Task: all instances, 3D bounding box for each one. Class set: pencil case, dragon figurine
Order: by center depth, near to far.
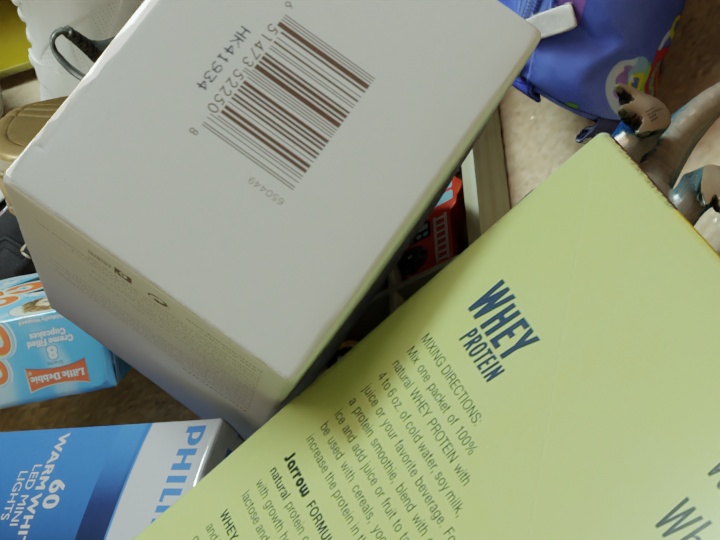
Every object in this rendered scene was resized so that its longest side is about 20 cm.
[{"bbox_3d":[0.075,-0.005,0.623,0.200,0.059,0.099,-48,-2,-38],"label":"dragon figurine"},{"bbox_3d":[0.097,-0.146,0.660,0.078,0.087,0.200,33,123,22],"label":"pencil case"}]

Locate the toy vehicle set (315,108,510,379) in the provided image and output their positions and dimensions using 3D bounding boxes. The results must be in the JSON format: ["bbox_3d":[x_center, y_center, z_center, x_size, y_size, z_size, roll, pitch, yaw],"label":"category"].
[{"bbox_3d":[0.000,0.000,0.735,0.124,0.027,0.200,-27,42,24],"label":"toy vehicle set"}]

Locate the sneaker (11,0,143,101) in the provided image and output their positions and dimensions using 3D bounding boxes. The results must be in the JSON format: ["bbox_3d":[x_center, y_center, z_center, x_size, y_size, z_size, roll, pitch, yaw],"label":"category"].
[{"bbox_3d":[-0.142,-0.139,0.861,0.074,0.115,0.200,-62,4,-35],"label":"sneaker"}]

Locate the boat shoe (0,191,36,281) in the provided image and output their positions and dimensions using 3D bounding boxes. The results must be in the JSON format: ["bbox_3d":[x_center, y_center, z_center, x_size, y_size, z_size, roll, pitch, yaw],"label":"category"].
[{"bbox_3d":[-0.173,0.012,0.861,0.200,0.074,0.060,-41,82,-4],"label":"boat shoe"}]

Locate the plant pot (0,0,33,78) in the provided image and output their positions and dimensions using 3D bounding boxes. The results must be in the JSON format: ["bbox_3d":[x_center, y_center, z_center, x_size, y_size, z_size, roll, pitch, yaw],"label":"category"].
[{"bbox_3d":[-0.174,-0.244,0.997,0.200,0.200,0.177,-10,39,37],"label":"plant pot"}]

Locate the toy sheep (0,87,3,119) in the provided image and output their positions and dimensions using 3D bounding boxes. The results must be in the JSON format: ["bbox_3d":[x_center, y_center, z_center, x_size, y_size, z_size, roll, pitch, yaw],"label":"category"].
[{"bbox_3d":[-0.253,-0.082,0.973,0.200,0.138,0.138,32,80,21],"label":"toy sheep"}]

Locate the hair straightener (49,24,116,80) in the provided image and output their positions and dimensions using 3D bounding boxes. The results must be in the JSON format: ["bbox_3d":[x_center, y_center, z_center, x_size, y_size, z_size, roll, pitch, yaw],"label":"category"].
[{"bbox_3d":[-0.031,-0.117,0.784,0.199,0.041,0.077,-17,22,-10],"label":"hair straightener"}]

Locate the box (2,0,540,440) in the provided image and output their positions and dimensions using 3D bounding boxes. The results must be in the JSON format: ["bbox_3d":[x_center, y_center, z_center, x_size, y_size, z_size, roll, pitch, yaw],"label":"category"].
[{"bbox_3d":[-0.032,-0.026,0.602,0.125,0.097,0.200,-54,-2,-13],"label":"box"}]

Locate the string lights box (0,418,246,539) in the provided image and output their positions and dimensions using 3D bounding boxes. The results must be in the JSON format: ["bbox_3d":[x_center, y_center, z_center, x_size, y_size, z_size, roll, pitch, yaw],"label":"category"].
[{"bbox_3d":[-0.098,0.105,0.672,0.200,0.103,0.059,-7,52,40],"label":"string lights box"}]

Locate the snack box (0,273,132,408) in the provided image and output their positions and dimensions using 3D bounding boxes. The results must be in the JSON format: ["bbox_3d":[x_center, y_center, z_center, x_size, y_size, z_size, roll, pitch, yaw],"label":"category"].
[{"bbox_3d":[-0.184,0.035,0.767,0.199,0.037,0.116,-11,10,7],"label":"snack box"}]

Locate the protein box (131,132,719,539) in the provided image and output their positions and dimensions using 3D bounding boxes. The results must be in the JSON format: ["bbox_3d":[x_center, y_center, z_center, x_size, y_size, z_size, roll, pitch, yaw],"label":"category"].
[{"bbox_3d":[0.062,0.113,0.488,0.200,0.135,0.199,-41,37,7],"label":"protein box"}]

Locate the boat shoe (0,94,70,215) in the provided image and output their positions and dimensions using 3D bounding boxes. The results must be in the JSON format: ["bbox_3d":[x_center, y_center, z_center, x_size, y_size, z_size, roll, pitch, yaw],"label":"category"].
[{"bbox_3d":[-0.094,-0.037,0.767,0.073,0.069,0.200,3,12,11],"label":"boat shoe"}]
